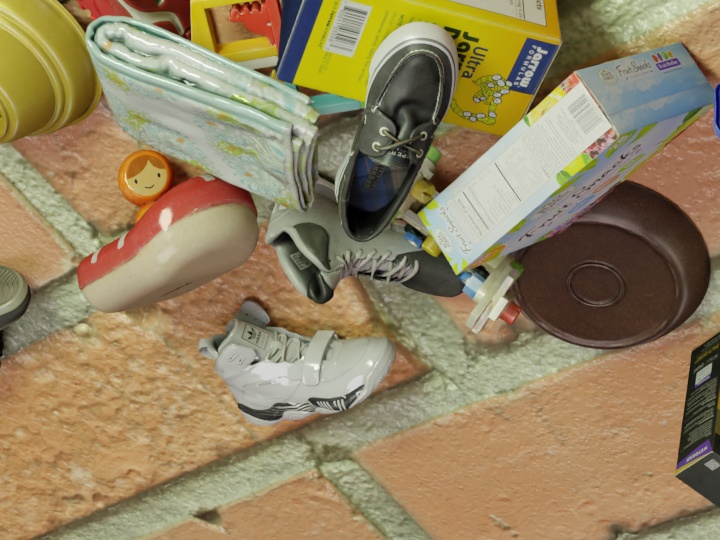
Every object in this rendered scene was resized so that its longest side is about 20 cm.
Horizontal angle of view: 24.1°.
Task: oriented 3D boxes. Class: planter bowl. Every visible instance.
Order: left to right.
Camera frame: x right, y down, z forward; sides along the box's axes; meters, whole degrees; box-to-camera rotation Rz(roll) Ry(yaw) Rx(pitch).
[{"bbox_3d":[-0.335,-0.172,1.490,0.199,0.084,0.201,16,143,12],"label":"planter bowl"}]

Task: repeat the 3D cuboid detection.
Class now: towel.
[{"bbox_3d":[-0.124,-0.124,1.376,0.199,0.048,0.171,25,162,7],"label":"towel"}]

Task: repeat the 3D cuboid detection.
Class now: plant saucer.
[{"bbox_3d":[0.214,0.004,1.525,0.199,0.035,0.201,10,133,11],"label":"plant saucer"}]

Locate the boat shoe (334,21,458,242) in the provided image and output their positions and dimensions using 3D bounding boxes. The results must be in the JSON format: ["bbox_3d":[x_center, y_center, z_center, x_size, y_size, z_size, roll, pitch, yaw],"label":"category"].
[{"bbox_3d":[0.024,-0.099,1.295,0.069,0.067,0.200,14,136,-15],"label":"boat shoe"}]

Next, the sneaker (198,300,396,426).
[{"bbox_3d":[-0.067,0.085,1.662,0.199,0.075,0.115,-19,126,35],"label":"sneaker"}]

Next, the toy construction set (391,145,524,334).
[{"bbox_3d":[0.076,-0.036,1.459,0.200,0.092,0.131,50,174,9],"label":"toy construction set"}]

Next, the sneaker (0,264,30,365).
[{"bbox_3d":[-0.389,0.061,1.760,0.199,0.075,0.106,-14,131,40],"label":"sneaker"}]

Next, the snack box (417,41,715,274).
[{"bbox_3d":[0.167,-0.090,1.355,0.200,0.168,0.068,-43,75,38],"label":"snack box"}]

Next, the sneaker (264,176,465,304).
[{"bbox_3d":[0.000,0.000,1.535,0.199,0.116,0.075,25,134,-5],"label":"sneaker"}]

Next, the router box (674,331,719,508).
[{"bbox_3d":[0.382,0.170,1.534,0.199,0.158,0.052,35,133,-15],"label":"router box"}]

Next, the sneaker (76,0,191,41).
[{"bbox_3d":[-0.203,-0.229,1.444,0.115,0.078,0.201,23,149,33],"label":"sneaker"}]

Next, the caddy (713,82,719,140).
[{"bbox_3d":[0.337,-0.125,1.261,0.140,0.200,0.106,12,117,7],"label":"caddy"}]

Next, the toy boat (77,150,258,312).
[{"bbox_3d":[-0.184,-0.047,1.552,0.200,0.130,0.132,-24,83,51],"label":"toy boat"}]

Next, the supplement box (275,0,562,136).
[{"bbox_3d":[0.044,-0.198,1.316,0.199,0.109,0.110,13,136,-12],"label":"supplement box"}]

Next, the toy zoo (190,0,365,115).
[{"bbox_3d":[-0.062,-0.185,1.415,0.198,0.021,0.132,-8,129,4],"label":"toy zoo"}]
